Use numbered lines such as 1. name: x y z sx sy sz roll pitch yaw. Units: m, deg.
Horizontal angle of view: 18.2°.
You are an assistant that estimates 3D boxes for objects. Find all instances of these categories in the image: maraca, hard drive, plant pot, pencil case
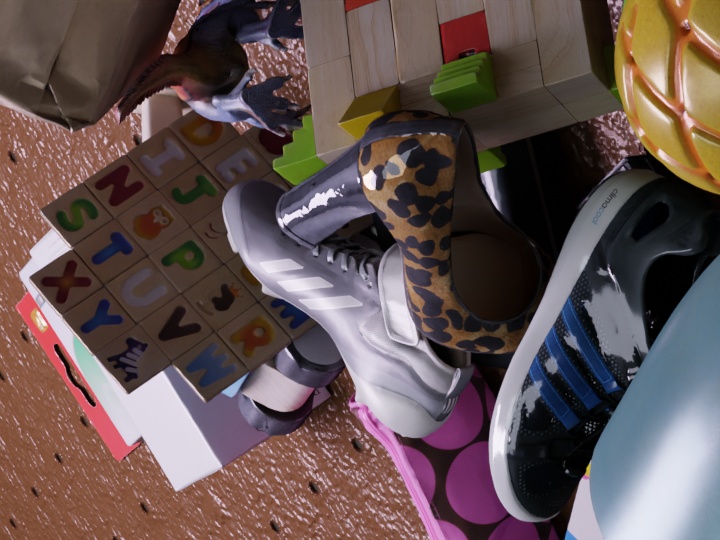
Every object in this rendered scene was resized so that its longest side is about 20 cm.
1. maraca: 0.187 -0.100 1.000 0.137 0.107 0.200 53 148 -4
2. hard drive: 0.051 -0.043 1.277 0.139 0.033 0.201 6 114 56
3. plant pot: 0.222 0.061 1.017 0.200 0.200 0.161 40 133 28
4. pencil case: 0.063 0.140 1.389 0.091 0.094 0.200 -19 100 58

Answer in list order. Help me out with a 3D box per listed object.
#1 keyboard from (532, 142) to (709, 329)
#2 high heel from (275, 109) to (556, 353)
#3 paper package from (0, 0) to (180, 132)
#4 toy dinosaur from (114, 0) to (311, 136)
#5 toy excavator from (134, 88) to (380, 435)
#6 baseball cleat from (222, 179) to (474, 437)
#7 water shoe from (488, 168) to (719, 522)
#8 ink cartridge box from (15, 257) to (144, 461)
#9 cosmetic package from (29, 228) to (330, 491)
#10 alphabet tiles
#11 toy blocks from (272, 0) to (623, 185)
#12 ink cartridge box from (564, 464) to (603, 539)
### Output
1. keyboard: 0.116 -0.008 1.256 0.127 0.021 0.200 56 146 11
2. high heel: 0.072 -0.015 1.137 0.200 0.072 0.142 23 152 -23
3. paper package: -0.145 -0.193 1.231 0.103 0.200 0.191 22 105 -1
4. toy dinosaur: -0.089 -0.136 1.323 0.181 0.200 0.105 12 99 57
5. toy excavator: -0.082 -0.024 1.432 0.200 0.195 0.100 29 147 -5
6. baseball cleat: 0.000 0.000 1.306 0.200 0.070 0.107 49 131 20
7. water shoe: 0.127 0.049 1.151 0.079 0.071 0.201 31 113 37
8. ink cartridge box: -0.216 0.068 1.762 0.161 0.050 0.200 57 146 4
9. cosmetic package: -0.125 0.037 1.551 0.200 0.108 0.085 56 147 1
10. alphabet tiles: -0.094 -0.015 1.378 0.166 0.200 0.006 47 158 20
11. toy blocks: 0.048 -0.132 1.153 0.200 0.100 0.137 -15 66 22
12. ink cartridge box: 0.184 0.123 1.230 0.116 0.067 0.200 39 143 29
